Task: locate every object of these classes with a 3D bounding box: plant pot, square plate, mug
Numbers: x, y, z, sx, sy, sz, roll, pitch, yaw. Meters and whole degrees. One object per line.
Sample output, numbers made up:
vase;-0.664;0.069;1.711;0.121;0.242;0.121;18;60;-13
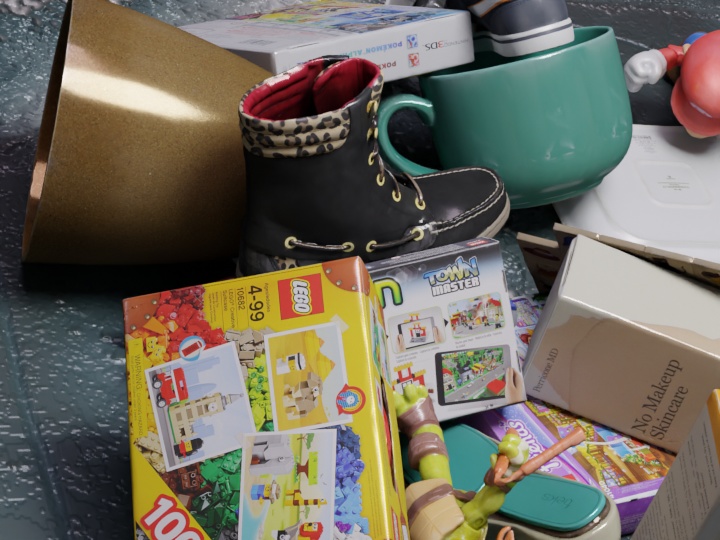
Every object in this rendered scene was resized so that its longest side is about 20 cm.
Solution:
plant pot;-0.118;-0.079;1.472;0.200;0.187;0.187;11;38;-12
square plate;0.244;-0.060;1.725;0.200;0.028;0.198;2;42;-21
mug;0.117;-0.111;1.652;0.185;0.115;0.152;-10;12;24

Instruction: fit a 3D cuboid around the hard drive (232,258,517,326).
hard drive;0.000;0.000;1.504;0.132;0.025;0.200;-25;46;-19

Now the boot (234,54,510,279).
boot;0.007;-0.067;1.402;0.200;0.151;0.073;-17;39;-17

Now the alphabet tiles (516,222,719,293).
alphabet tiles;0.211;0.019;1.515;0.200;0.167;0.008;15;71;21

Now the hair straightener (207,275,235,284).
hair straightener;-0.052;0.032;1.435;0.200;0.041;0.077;-15;40;-16

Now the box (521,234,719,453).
box;0.216;0.064;1.447;0.200;0.095;0.078;20;37;2

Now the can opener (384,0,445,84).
can opener;0.035;-0.214;1.806;0.053;0.067;0.200;42;23;-13

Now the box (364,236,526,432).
box;0.002;0.053;1.386;0.200;0.110;0.035;-12;9;-15

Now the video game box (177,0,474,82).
video game box;-0.045;-0.169;1.644;0.182;0.047;0.200;-18;18;-32

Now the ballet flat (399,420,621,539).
ballet flat;0.092;0.152;1.365;0.069;0.070;0.200;-12;21;-33

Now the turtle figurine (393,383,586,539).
turtle figurine;0.050;0.140;1.312;0.064;0.200;0.161;33;15;-37

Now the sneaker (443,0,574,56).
sneaker;0.108;-0.209;1.651;0.078;0.080;0.200;-19;10;-14

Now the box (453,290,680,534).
box;0.132;0.098;1.475;0.137;0.039;0.200;-8;45;-31

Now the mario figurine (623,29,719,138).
mario figurine;0.288;-0.146;1.794;0.123;0.106;0.200;-14;7;12

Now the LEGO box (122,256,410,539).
LEGO box;-0.054;0.108;1.259;0.149;0.077;0.200;-11;63;7

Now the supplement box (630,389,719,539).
supplement box;0.238;0.170;1.301;0.126;0.200;0.074;10;42;-13
